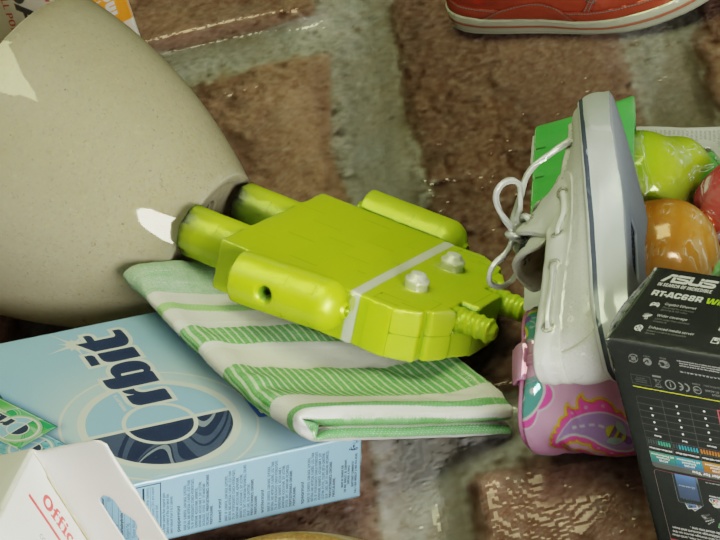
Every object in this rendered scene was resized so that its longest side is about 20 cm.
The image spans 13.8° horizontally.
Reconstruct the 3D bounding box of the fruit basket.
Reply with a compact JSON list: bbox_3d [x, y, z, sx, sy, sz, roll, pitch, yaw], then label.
[{"bbox_3d":[0.194,-0.024,1.702,0.198,0.094,0.186,4,37,2],"label":"fruit basket"}]

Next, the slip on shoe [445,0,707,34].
[{"bbox_3d":[0.149,-0.197,1.960,0.199,0.061,0.074,-2,36,19],"label":"slip on shoe"}]

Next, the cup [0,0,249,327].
[{"bbox_3d":[-0.152,-0.044,1.788,0.143,0.201,0.200,28,51,17],"label":"cup"}]

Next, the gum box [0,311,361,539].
[{"bbox_3d":[-0.123,0.087,1.652,0.199,0.045,0.170,-11,31,-22],"label":"gum box"}]

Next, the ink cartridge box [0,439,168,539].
[{"bbox_3d":[-0.196,0.164,1.523,0.199,0.117,0.067,-15,31,28],"label":"ink cartridge box"}]

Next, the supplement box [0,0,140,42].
[{"bbox_3d":[-0.252,-0.151,2.008,0.199,0.127,0.074,-23,34,-8],"label":"supplement box"}]

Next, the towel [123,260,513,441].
[{"bbox_3d":[-0.023,0.041,1.674,0.152,0.024,0.200,-1,27,-33],"label":"towel"}]

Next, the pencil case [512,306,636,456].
[{"bbox_3d":[0.182,0.054,1.578,0.199,0.088,0.088,-3,37,20],"label":"pencil case"}]

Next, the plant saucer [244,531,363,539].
[{"bbox_3d":[-0.048,0.195,1.524,0.199,0.036,0.201,-12,35,8],"label":"plant saucer"}]

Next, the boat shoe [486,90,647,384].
[{"bbox_3d":[0.106,-0.014,1.582,0.086,0.075,0.203,-12,45,13],"label":"boat shoe"}]

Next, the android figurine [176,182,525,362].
[{"bbox_3d":[0.000,0.000,1.709,0.199,0.041,0.182,21,23,25],"label":"android figurine"}]

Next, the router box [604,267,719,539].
[{"bbox_3d":[0.230,0.086,1.457,0.199,0.151,0.062,10,42,32],"label":"router box"}]
